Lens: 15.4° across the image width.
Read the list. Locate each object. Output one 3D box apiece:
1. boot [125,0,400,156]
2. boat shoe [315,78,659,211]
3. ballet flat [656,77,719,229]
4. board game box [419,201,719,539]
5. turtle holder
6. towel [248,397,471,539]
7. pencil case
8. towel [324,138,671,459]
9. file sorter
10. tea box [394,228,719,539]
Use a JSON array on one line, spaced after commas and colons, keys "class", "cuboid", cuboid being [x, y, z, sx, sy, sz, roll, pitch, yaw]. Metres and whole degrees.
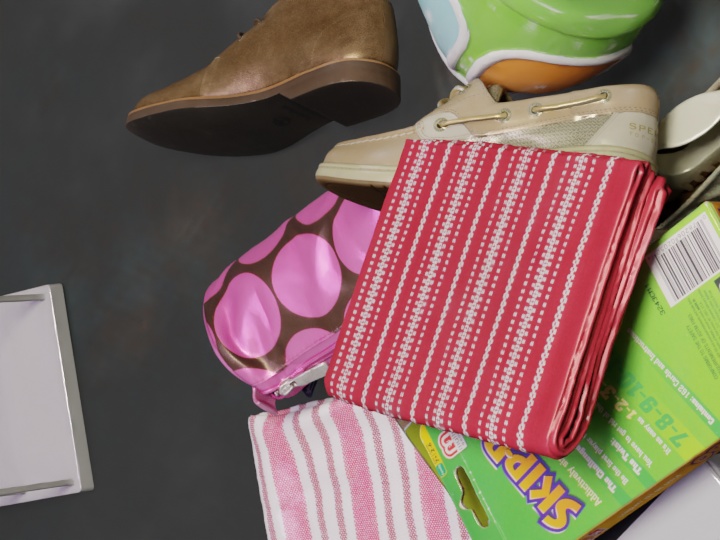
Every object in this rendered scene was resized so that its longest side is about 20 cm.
[{"class": "boot", "cuboid": [-0.058, -0.120, 1.619, 0.199, 0.074, 0.076, -13, 66, 34]}, {"class": "boat shoe", "cuboid": [0.069, -0.067, 1.431, 0.199, 0.072, 0.065, -2, 73, 32]}, {"class": "ballet flat", "cuboid": [0.160, -0.051, 1.439, 0.200, 0.062, 0.068, -42, 50, 31]}, {"class": "board game box", "cuboid": [0.117, 0.062, 1.250, 0.200, 0.030, 0.096, -38, 67, 29]}, {"class": "turtle holder", "cuboid": [0.080, -0.180, 1.451, 0.186, 0.141, 0.132, 48, 141, 12]}, {"class": "towel", "cuboid": [0.014, 0.142, 1.588, 0.199, 0.030, 0.147, -14, 83, 38]}, {"class": "pencil case", "cuboid": [0.000, 0.000, 1.558, 0.200, 0.091, 0.094, -38, 39, 34]}, {"class": "towel", "cuboid": [0.062, 0.009, 1.286, 0.200, 0.022, 0.145, 11, 80, 56]}, {"class": "file sorter", "cuboid": [-0.300, 0.096, 1.776, 0.199, 0.124, 0.140, -13, 84, 39]}, {"class": "tea box", "cuboid": [0.157, 0.090, 1.363, 0.134, 0.200, 0.197, -49, 62, 28]}]
